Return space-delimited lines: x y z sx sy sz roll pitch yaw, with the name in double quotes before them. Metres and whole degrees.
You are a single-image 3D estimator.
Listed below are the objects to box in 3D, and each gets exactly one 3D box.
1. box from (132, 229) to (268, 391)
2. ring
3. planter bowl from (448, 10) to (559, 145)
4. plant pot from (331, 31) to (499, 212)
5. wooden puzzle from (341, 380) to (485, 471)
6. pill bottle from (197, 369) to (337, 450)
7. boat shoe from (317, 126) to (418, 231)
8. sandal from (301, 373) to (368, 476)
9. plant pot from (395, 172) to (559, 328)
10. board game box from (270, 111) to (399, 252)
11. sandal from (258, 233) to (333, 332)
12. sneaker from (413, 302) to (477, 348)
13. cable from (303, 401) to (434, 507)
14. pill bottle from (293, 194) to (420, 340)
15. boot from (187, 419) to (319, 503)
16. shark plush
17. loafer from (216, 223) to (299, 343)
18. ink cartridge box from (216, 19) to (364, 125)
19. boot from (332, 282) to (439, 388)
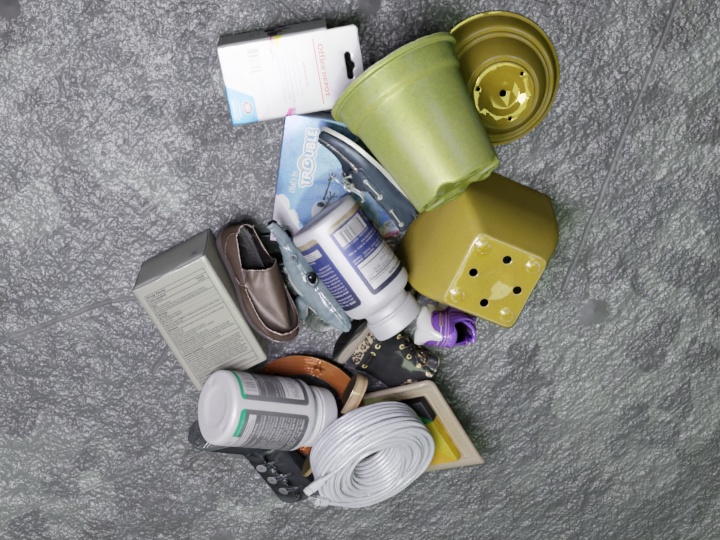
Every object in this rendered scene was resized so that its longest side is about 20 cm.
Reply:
"box" -0.243 0.062 1.544 0.127 0.109 0.201 -25 113 8
"ring" -0.091 0.229 1.656 0.198 0.019 0.202 5 119 8
"planter bowl" 0.199 -0.266 1.443 0.198 0.084 0.203 -1 115 -3
"plant pot" 0.091 -0.190 1.365 0.199 0.200 0.185 -33 83 11
"wooden puzzle" 0.086 0.272 1.659 0.184 0.037 0.201 -17 120 36
"pill bottle" -0.140 0.219 1.539 0.198 0.113 0.114 13 115 -37
"boat shoe" 0.008 -0.132 1.450 0.199 0.075 0.062 38 94 -28
"sandal" -0.022 0.267 1.613 0.069 0.078 0.213 24 114 -9
"plant pot" 0.182 -0.023 1.487 0.192 0.200 0.197 21 112 -13
"board game box" -0.029 -0.133 1.508 0.197 0.043 0.202 6 113 -6
"sandal" -0.100 0.020 1.568 0.075 0.048 0.201 -38 110 11
"sneaker" 0.148 0.089 1.541 0.083 0.200 0.082 19 107 20
"cable" 0.018 0.293 1.573 0.200 0.069 0.199 -48 136 15
"pill bottle" 0.000 0.000 1.465 0.111 0.111 0.201 -34 100 11
"boot" -0.177 0.321 1.690 0.163 0.066 0.200 -6 139 34
"shark plush" -0.072 0.001 1.499 0.090 0.083 0.202 -24 115 -9
"loafer" -0.152 0.017 1.493 0.073 0.071 0.201 -31 89 -30
"ink cartridge box" -0.096 -0.286 1.420 0.198 0.068 0.116 -9 115 1
"boot" 0.066 0.112 1.602 0.150 0.073 0.200 34 118 -18
